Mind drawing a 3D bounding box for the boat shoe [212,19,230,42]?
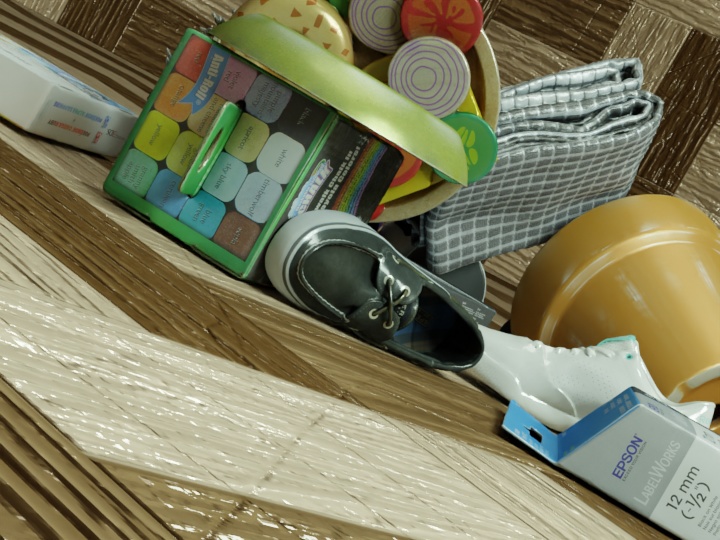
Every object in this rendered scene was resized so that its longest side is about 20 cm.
[{"bbox_3d":[-0.069,-0.191,1.369,0.066,0.200,0.074,-17,-55,33],"label":"boat shoe"}]

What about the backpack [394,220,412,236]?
[{"bbox_3d":[0.044,-0.158,1.476,0.134,0.200,0.183,-18,35,-34],"label":"backpack"}]

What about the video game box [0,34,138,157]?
[{"bbox_3d":[-0.287,-0.159,1.251,0.200,0.047,0.182,31,6,12],"label":"video game box"}]

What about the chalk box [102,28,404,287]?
[{"bbox_3d":[-0.076,-0.070,1.093,0.124,0.125,0.200,31,3,19],"label":"chalk box"}]

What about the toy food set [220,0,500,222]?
[{"bbox_3d":[0.007,-0.132,1.215,0.049,0.198,0.200,-53,122,-73],"label":"toy food set"}]

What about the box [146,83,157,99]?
[{"bbox_3d":[-0.096,-0.129,1.652,0.164,0.086,0.200,31,-9,22],"label":"box"}]

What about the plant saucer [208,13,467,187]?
[{"bbox_3d":[-0.008,-0.119,1.097,0.200,0.031,0.200,30,4,-2],"label":"plant saucer"}]

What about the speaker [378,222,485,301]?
[{"bbox_3d":[0.059,0.000,1.495,0.081,0.081,0.200,29,4,-8],"label":"speaker"}]

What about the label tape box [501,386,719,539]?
[{"bbox_3d":[0.193,0.121,1.064,0.200,0.066,0.143,32,4,6],"label":"label tape box"}]

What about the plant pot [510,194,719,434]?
[{"bbox_3d":[0.249,0.070,1.350,0.200,0.200,0.183,27,21,-35],"label":"plant pot"}]

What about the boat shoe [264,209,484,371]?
[{"bbox_3d":[0.017,0.017,1.093,0.057,0.069,0.200,34,4,40],"label":"boat shoe"}]

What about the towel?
[{"bbox_3d":[0.133,-0.082,1.339,0.166,0.200,0.086,102,-30,-64],"label":"towel"}]

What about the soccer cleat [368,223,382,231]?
[{"bbox_3d":[-0.018,-0.038,1.579,0.068,0.073,0.200,29,21,5],"label":"soccer cleat"}]

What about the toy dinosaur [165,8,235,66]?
[{"bbox_3d":[-0.115,-0.129,1.366,0.200,0.105,0.182,11,49,-17],"label":"toy dinosaur"}]

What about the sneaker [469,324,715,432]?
[{"bbox_3d":[0.164,0.078,1.211,0.200,0.089,0.075,31,6,16],"label":"sneaker"}]

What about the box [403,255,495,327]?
[{"bbox_3d":[0.000,0.000,1.278,0.158,0.050,0.200,31,4,26],"label":"box"}]

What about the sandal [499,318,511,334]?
[{"bbox_3d":[0.218,0.038,1.473,0.045,0.200,0.075,92,-26,-68],"label":"sandal"}]
